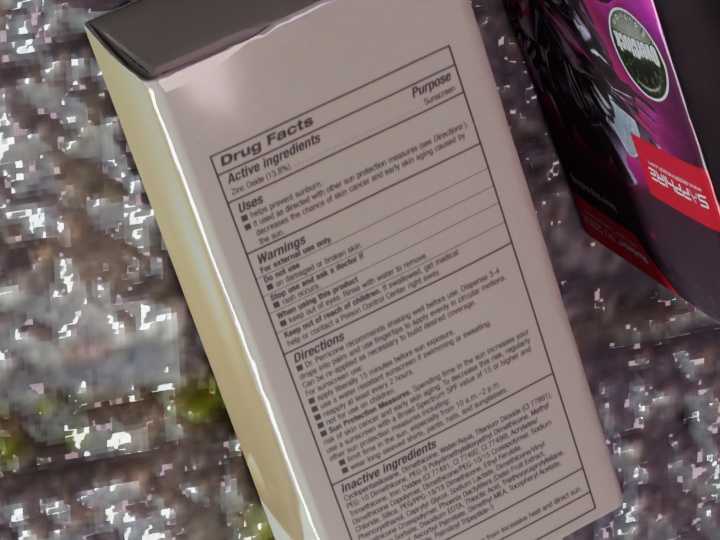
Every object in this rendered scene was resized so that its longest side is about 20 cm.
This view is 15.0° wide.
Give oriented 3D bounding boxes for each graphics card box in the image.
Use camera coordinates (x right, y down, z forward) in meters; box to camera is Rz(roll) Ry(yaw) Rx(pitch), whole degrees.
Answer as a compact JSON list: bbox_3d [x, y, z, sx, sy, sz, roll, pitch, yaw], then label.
[{"bbox_3d":[0.085,-0.083,0.819,0.051,0.125,0.201,-26,117,-12],"label":"graphics card box"}]

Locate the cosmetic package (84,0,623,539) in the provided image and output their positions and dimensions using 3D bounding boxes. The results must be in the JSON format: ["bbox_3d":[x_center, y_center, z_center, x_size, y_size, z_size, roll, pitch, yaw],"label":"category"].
[{"bbox_3d":[0.000,0.000,0.841,0.105,0.071,0.201,-24,116,-14],"label":"cosmetic package"}]
